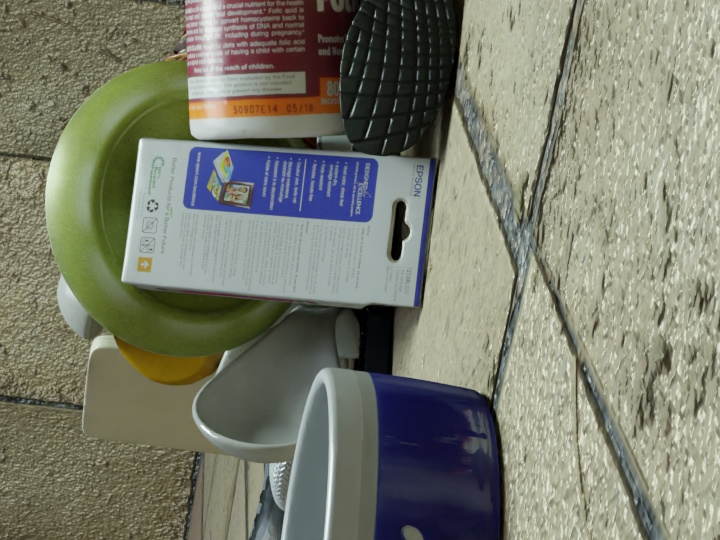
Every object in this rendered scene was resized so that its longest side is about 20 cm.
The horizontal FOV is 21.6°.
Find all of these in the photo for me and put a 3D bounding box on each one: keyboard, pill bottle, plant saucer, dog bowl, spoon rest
[{"bbox_3d":[0.000,0.000,1.302,0.104,0.039,0.201,106,169,-52],"label":"keyboard"},{"bbox_3d":[-0.056,-0.185,1.205,0.114,0.114,0.201,-142,50,-82],"label":"pill bottle"},{"bbox_3d":[-0.110,-0.042,1.261,0.031,0.199,0.201,-5,76,63],"label":"plant saucer"},{"bbox_3d":[0.007,0.150,0.907,0.200,0.078,0.201,-173,90,-83],"label":"dog bowl"},{"bbox_3d":[-0.046,0.070,1.281,0.200,0.099,0.061,-52,-33,-62],"label":"spoon rest"}]

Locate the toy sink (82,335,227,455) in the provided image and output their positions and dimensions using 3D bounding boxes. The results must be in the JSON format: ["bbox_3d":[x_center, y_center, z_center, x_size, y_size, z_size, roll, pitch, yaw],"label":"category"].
[{"bbox_3d":[-0.119,0.068,1.544,0.131,0.199,0.112,105,170,-49],"label":"toy sink"}]

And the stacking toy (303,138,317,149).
[{"bbox_3d":[-0.088,-0.116,1.554,0.146,0.146,0.201,108,163,-56],"label":"stacking toy"}]

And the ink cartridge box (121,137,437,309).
[{"bbox_3d":[-0.049,-0.029,1.185,0.037,0.199,0.095,24,-109,-70],"label":"ink cartridge box"}]

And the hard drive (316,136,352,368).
[{"bbox_3d":[-0.019,-0.032,1.411,0.132,0.027,0.201,-89,1,-58],"label":"hard drive"}]

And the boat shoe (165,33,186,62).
[{"bbox_3d":[-0.124,-0.141,1.411,0.200,0.072,0.072,-52,-49,-70],"label":"boat shoe"}]

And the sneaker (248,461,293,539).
[{"bbox_3d":[-0.046,0.174,1.363,0.114,0.075,0.201,-95,20,-64],"label":"sneaker"}]

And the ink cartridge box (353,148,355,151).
[{"bbox_3d":[-0.024,-0.160,1.523,0.148,0.075,0.201,-109,29,-75],"label":"ink cartridge box"}]

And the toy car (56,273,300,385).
[{"bbox_3d":[-0.116,-0.014,1.398,0.150,0.175,0.200,-60,-6,-47],"label":"toy car"}]

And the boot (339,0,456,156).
[{"bbox_3d":[0.031,-0.156,1.201,0.131,0.067,0.201,73,-157,-78],"label":"boot"}]

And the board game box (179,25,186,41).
[{"bbox_3d":[-0.156,-0.094,1.521,0.103,0.019,0.201,83,-158,-58],"label":"board game box"}]
